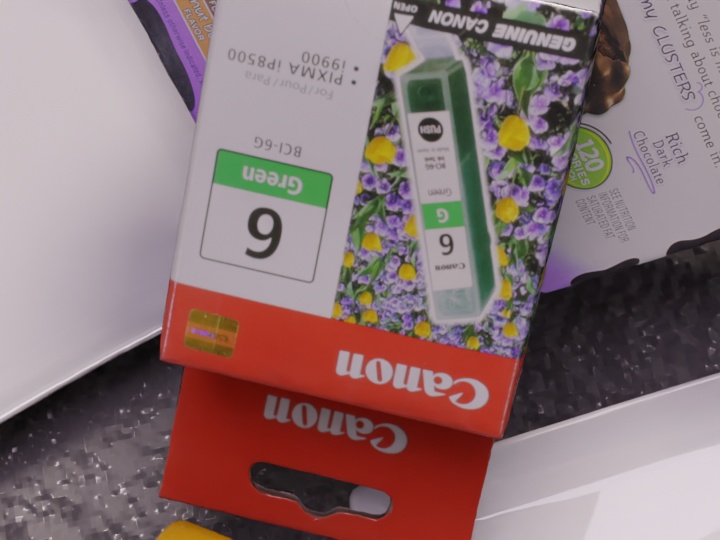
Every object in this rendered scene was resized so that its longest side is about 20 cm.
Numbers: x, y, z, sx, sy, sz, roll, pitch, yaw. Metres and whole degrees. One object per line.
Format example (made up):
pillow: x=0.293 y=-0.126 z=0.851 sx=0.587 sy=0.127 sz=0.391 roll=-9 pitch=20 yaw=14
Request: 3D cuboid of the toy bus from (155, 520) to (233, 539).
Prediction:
toy bus: x=-0.072 y=0.177 z=0.803 sx=0.065 sy=0.078 sz=0.201 roll=21 pitch=69 yaw=16

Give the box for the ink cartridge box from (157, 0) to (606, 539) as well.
ink cartridge box: x=0.000 y=0.000 z=0.793 sx=0.108 sy=0.050 sz=0.201 roll=13 pitch=111 yaw=3

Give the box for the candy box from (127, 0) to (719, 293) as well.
candy box: x=0.046 y=-0.081 z=0.829 sx=0.199 sy=0.168 sz=0.072 roll=-17 pitch=29 yaw=19

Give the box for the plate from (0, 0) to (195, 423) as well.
plate: x=-0.145 y=-0.031 z=0.938 sx=0.199 sy=0.032 sz=0.200 roll=-29 pitch=64 yaw=-7

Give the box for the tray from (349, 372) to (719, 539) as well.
tray: x=0.105 y=0.092 z=0.851 sx=0.199 sy=0.022 sz=0.108 roll=-17 pitch=63 yaw=0
